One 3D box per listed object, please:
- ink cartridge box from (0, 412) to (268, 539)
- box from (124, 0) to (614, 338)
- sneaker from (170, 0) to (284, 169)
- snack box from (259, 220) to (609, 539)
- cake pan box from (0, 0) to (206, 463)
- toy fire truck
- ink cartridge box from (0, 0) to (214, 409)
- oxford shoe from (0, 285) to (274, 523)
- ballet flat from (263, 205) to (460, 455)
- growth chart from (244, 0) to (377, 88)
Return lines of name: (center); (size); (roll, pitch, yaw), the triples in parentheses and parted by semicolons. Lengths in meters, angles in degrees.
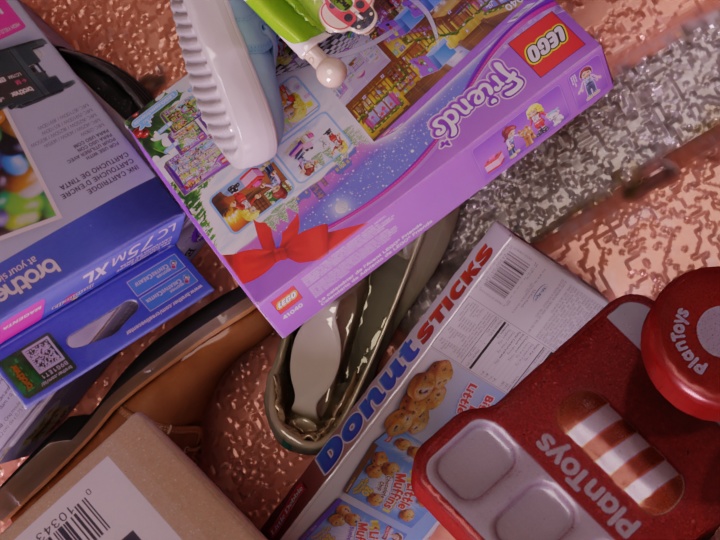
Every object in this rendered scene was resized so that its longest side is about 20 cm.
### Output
ink cartridge box: (-0.117, 0.189, 0.713); (0.200, 0.075, 0.165); (-43, 51, -11)
box: (0.001, -0.080, 0.765); (0.200, 0.039, 0.137); (-37, 58, -2)
sneaker: (-0.051, -0.144, 0.754); (0.082, 0.074, 0.200); (-12, 67, -8)
snack box: (0.035, 0.075, 0.777); (0.200, 0.072, 0.024); (-53, 30, 9)
cake pan box: (-0.191, -0.029, 0.862); (0.184, 0.052, 0.200); (40, 100, 13)
toy fire truck: (0.142, 0.109, 0.684); (0.168, 0.112, 0.200); (-39, 74, -18)
ink cartridge box: (-0.174, -0.043, 0.781); (0.119, 0.042, 0.200); (-32, 78, -26)
oxford shoe: (-0.105, 0.080, 0.828); (0.200, 0.071, 0.071); (-43, 94, 17)
ballet flat: (0.000, 0.000, 0.792); (0.069, 0.069, 0.200); (20, 93, 17)
growth chart: (0.001, -0.198, 0.709); (0.145, 0.018, 0.200); (41, 87, 12)
